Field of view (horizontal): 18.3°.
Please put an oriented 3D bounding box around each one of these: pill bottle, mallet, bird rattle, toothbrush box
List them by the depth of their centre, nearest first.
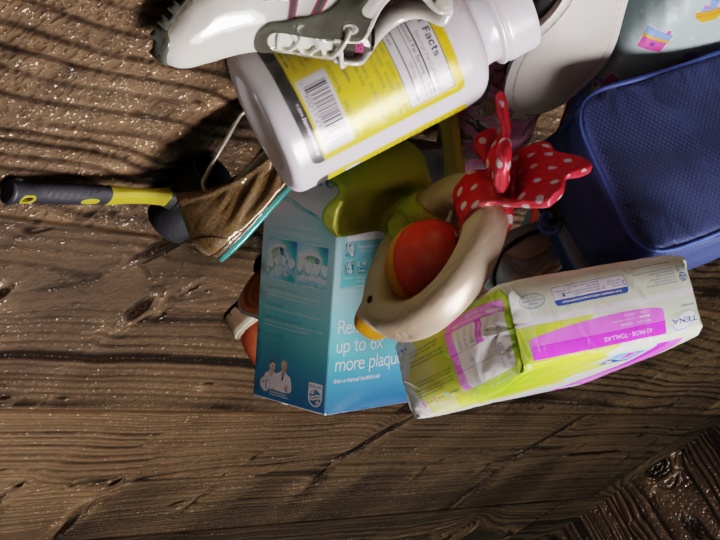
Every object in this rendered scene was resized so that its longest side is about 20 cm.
[{"bbox_3d":[0.018,-0.145,1.522,0.199,0.112,0.111,-27,162,-9],"label":"pill bottle"},{"bbox_3d":[0.065,-0.023,1.566,0.199,0.164,0.112,-6,146,46],"label":"bird rattle"},{"bbox_3d":[-0.181,-0.048,1.601,0.199,0.041,0.066,-6,147,-44],"label":"mallet"},{"bbox_3d":[0.079,-0.078,1.679,0.065,0.201,0.041,2,-147,28],"label":"mallet"},{"bbox_3d":[0.000,0.000,1.733,0.085,0.202,0.146,11,-170,42],"label":"toothbrush box"}]

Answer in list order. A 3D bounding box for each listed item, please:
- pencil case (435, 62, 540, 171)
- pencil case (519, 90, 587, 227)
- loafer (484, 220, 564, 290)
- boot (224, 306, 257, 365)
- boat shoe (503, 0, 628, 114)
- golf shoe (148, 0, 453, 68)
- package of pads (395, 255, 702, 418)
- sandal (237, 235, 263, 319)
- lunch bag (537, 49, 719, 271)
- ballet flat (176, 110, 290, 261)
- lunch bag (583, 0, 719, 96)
[{"bbox_3d":[0.109,-0.126,1.769,0.086,0.083,0.200,3,155,-8],"label":"pencil case"},{"bbox_3d":[0.188,-0.095,1.814,0.088,0.088,0.201,-5,120,-52],"label":"pencil case"},{"bbox_3d":[0.186,-0.018,1.746,0.199,0.063,0.072,-23,127,-30],"label":"loafer"},{"bbox_3d":[-0.025,0.066,2.033,0.199,0.108,0.075,-13,155,-46],"label":"boot"},{"bbox_3d":[0.151,-0.200,1.609,0.073,0.061,0.201,1,135,-23],"label":"boat shoe"},{"bbox_3d":[-0.036,-0.167,1.421,0.199,0.088,0.077,-25,163,-10],"label":"golf shoe"},{"bbox_3d":[0.127,0.050,1.596,0.153,0.069,0.200,-10,170,-24],"label":"package of pads"},{"bbox_3d":[-0.032,-0.040,1.809,0.079,0.059,0.207,12,-133,47],"label":"sandal"},{"bbox_3d":[0.220,-0.066,1.666,0.199,0.137,0.132,-17,168,-21],"label":"lunch bag"},{"bbox_3d":[-0.052,-0.094,1.600,0.200,0.072,0.068,-41,-175,0],"label":"ballet flat"},{"bbox_3d":[0.262,-0.219,1.695,0.199,0.123,0.170,-5,149,-42],"label":"lunch bag"}]
